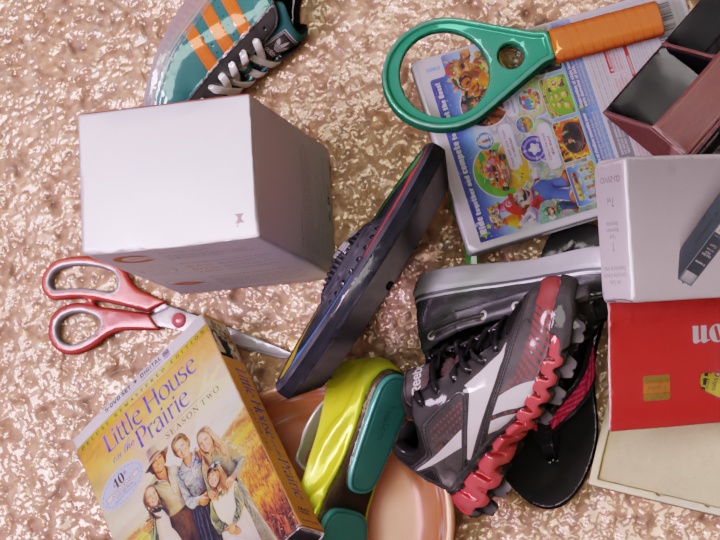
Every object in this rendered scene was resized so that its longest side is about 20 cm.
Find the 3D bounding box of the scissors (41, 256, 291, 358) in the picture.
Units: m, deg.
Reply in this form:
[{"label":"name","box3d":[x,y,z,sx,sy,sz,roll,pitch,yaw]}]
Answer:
[{"label":"scissors","box3d":[-0.143,0.027,1.725,0.199,0.014,0.074,1,81,16]}]

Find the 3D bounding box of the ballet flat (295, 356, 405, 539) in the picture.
[{"label":"ballet flat","box3d":[-0.023,0.154,1.620,0.067,0.067,0.201,15,83,37]}]

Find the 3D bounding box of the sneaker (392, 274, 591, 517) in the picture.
[{"label":"sneaker","box3d":[0.082,0.074,1.563,0.097,0.071,0.201,26,126,-2]}]

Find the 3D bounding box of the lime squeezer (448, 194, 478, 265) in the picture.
[{"label":"lime squeezer","box3d":[0.107,-0.060,1.659,0.070,0.038,0.201,34,90,19]}]

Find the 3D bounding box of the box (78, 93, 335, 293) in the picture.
[{"label":"box","box3d":[-0.102,-0.049,1.628,0.124,0.200,0.098,-6,81,13]}]

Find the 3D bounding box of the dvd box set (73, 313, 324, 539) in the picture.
[{"label":"dvd box set","box3d":[-0.116,0.149,1.639,0.146,0.029,0.201,-43,50,19]}]

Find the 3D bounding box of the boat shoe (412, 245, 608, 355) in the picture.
[{"label":"boat shoe","box3d":[0.131,0.024,1.597,0.199,0.069,0.057,-7,69,22]}]

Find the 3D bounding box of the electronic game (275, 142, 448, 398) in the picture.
[{"label":"electronic game","box3d":[0.000,0.000,1.599,0.041,0.200,0.201,32,91,-2]}]

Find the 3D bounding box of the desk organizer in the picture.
[{"label":"desk organizer","box3d":[0.256,-0.163,1.599,0.077,0.072,0.200,40,85,11]}]

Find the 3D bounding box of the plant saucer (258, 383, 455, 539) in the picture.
[{"label":"plant saucer","box3d":[-0.027,0.177,1.663,0.199,0.037,0.202,-2,82,14]}]

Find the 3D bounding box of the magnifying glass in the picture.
[{"label":"magnifying glass","box3d":[0.112,-0.150,1.630,0.199,0.022,0.080,-15,78,-3]}]

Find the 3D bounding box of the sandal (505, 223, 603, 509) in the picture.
[{"label":"sandal","box3d":[0.133,0.064,1.631,0.075,0.045,0.201,9,85,15]}]

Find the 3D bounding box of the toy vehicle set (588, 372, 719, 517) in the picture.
[{"label":"toy vehicle set","box3d":[0.239,0.065,1.613,0.124,0.027,0.201,13,86,16]}]

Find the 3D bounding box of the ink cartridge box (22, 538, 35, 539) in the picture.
[{"label":"ink cartridge box","box3d":[-0.288,0.237,1.658,0.199,0.161,0.050,-16,75,12]}]

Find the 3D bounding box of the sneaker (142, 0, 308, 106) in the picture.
[{"label":"sneaker","box3d":[-0.089,-0.167,1.708,0.080,0.071,0.201,25,88,21]}]

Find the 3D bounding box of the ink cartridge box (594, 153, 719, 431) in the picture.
[{"label":"ink cartridge box","box3d":[0.254,0.012,1.541,0.199,0.045,0.177,-3,90,-22]}]

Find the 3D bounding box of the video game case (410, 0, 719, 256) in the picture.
[{"label":"video game case","box3d":[0.150,-0.105,1.640,0.199,0.018,0.144,-16,78,-3]}]
